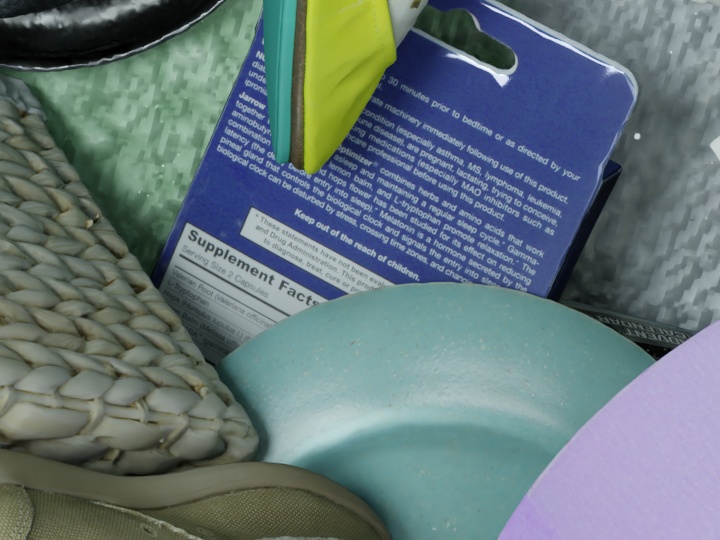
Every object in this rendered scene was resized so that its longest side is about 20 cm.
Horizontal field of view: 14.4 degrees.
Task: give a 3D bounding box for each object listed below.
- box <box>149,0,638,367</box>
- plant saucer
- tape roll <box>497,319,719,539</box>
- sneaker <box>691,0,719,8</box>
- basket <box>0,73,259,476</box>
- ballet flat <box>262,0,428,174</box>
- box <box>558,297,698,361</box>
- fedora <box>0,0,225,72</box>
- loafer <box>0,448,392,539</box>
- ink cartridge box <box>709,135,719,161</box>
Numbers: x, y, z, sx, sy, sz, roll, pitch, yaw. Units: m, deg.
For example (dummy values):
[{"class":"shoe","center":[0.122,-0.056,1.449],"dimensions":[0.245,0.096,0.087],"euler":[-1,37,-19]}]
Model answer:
[{"class":"box","center":[0.000,0.000,0.894],"dimensions":[0.121,0.032,0.200],"euler":[29,110,11]},{"class":"plant saucer","center":[0.024,0.103,0.878],"dimensions":[0.200,0.036,0.200],"euler":[0,111,0]},{"class":"tape roll","center":[0.130,0.092,0.804],"dimensions":[0.200,0.066,0.200],"euler":[-20,138,-18]},{"class":"sneaker","center":[0.095,-0.106,0.862],"dimensions":[0.115,0.074,0.200],"euler":[-23,121,30]},{"class":"basket","center":[-0.173,0.046,0.816],"dimensions":[0.198,0.200,0.161],"euler":[-48,62,15]},{"class":"ballet flat","center":[0.000,-0.116,0.802],"dimensions":[0.067,0.067,0.200],"euler":[-6,122,-2]},{"class":"box","center":[0.095,0.118,0.951],"dimensions":[0.137,0.040,0.200],"euler":[13,109,-5]},{"class":"fedora","center":[-0.097,-0.145,0.827],"dimensions":[0.200,0.092,0.201],"euler":[0,110,1]},{"class":"loafer","center":[-0.057,0.096,0.772],"dimensions":[0.200,0.067,0.076],"euler":[8,129,-47]},{"class":"ink cartridge box","center":[0.184,-0.027,0.827],"dimensions":[0.116,0.068,0.200],"euler":[-39,143,13]}]
